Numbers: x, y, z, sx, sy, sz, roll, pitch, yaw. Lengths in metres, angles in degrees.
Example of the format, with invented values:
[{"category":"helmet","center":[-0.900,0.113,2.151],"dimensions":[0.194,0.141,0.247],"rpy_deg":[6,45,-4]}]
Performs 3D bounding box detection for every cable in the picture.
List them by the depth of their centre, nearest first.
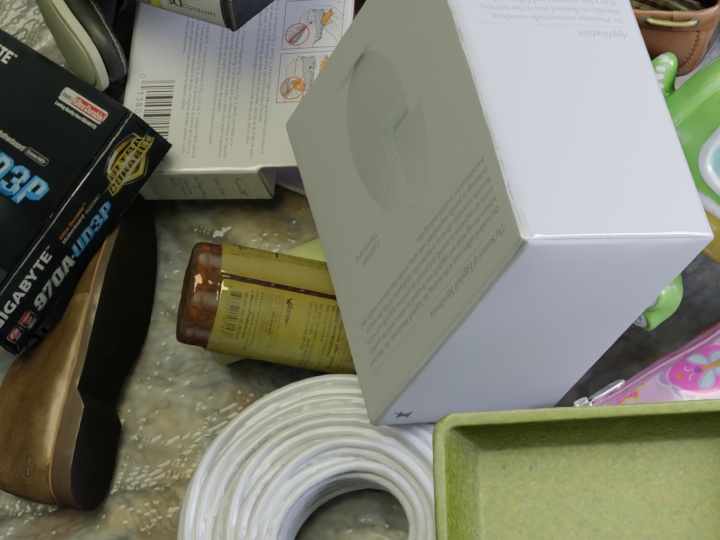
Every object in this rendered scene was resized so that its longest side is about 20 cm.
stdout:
[{"category":"cable","center":[-0.005,0.155,1.437],"dimensions":[0.199,0.069,0.201],"rpy_deg":[-5,64,10]}]

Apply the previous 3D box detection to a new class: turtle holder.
[{"category":"turtle holder","center":[0.214,-0.057,1.382],"dimensions":[0.185,0.141,0.132],"rpy_deg":[-26,70,-18]}]

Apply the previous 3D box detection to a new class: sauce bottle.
[{"category":"sauce bottle","center":[-0.005,0.031,1.471],"dimensions":[0.199,0.066,0.066],"rpy_deg":[13,66,-7]}]

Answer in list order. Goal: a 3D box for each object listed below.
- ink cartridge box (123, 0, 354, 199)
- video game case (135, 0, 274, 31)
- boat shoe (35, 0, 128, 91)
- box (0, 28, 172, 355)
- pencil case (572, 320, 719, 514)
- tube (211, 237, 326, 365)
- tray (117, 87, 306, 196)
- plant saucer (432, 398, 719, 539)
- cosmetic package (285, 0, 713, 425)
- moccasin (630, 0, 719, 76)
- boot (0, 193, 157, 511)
[{"category":"ink cartridge box","center":[-0.054,-0.142,1.579],"dimensions":[0.175,0.045,0.201],"rpy_deg":[-1,65,12]},{"category":"video game case","center":[-0.085,-0.225,1.568],"dimensions":[0.180,0.026,0.200],"rpy_deg":[19,46,34]},{"category":"boat shoe","center":[-0.178,-0.185,1.615],"dimensions":[0.067,0.072,0.200],"rpy_deg":[-21,40,-6]},{"category":"box","center":[-0.229,-0.059,1.561],"dimensions":[0.200,0.046,0.159],"rpy_deg":[33,84,42]},{"category":"pencil case","center":[0.199,0.071,1.423],"dimensions":[0.199,0.088,0.088],"rpy_deg":[-32,62,-4]},{"category":"tube","center":[0.000,0.000,1.522],"dimensions":[0.199,0.058,0.052],"rpy_deg":[-18,33,0]},{"category":"tray","center":[-0.047,-0.104,1.597],"dimensions":[0.199,0.022,0.108],"rpy_deg":[23,73,21]},{"category":"plant saucer","center":[0.136,0.165,1.357],"dimensions":[0.199,0.048,0.201],"rpy_deg":[-3,98,-6]},{"category":"cosmetic package","center":[0.070,-0.050,1.384],"dimensions":[0.122,0.199,0.201],"rpy_deg":[0,60,-27]},{"category":"moccasin","center":[0.122,-0.182,1.539],"dimensions":[0.201,0.078,0.074],"rpy_deg":[27,59,9]},{"category":"boot","center":[-0.175,0.043,1.533],"dimensions":[0.075,0.074,0.201],"rpy_deg":[4,68,25]}]
